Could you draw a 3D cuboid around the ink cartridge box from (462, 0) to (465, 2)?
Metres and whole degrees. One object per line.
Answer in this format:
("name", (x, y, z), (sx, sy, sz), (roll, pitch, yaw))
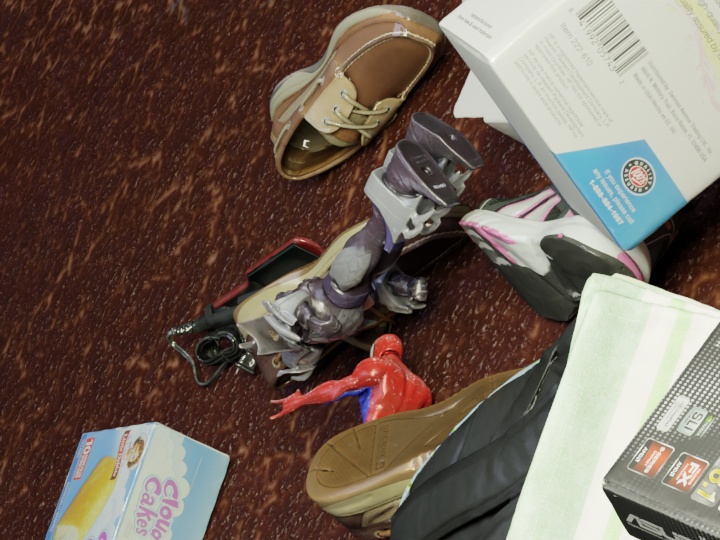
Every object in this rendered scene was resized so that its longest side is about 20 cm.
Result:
("ink cartridge box", (0.135, -0.294, 1.984), (0.196, 0.043, 0.200), (-46, 31, 31))

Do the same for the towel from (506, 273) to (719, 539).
("towel", (0.183, 0.091, 1.377), (0.023, 0.200, 0.153), (63, -137, -66))

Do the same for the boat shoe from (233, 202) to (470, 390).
("boat shoe", (0.001, 0.019, 1.911), (0.200, 0.072, 0.072), (-30, 69, 32))

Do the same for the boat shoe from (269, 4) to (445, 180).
("boat shoe", (-0.002, -0.120, 2.041), (0.200, 0.076, 0.072), (-41, 35, 55))

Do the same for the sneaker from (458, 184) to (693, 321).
("sneaker", (0.135, -0.023, 1.700), (0.086, 0.080, 0.200), (-44, 21, -15))

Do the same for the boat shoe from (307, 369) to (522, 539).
("boat shoe", (0.070, 0.113, 1.654), (0.200, 0.072, 0.072), (-19, 37, 24))

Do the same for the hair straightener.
("hair straightener", (-0.088, 0.038, 2.071), (0.200, 0.041, 0.077), (-24, 45, 53))

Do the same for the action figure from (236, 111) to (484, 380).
("action figure", (0.000, 0.000, 1.786), (0.130, 0.069, 0.200), (-29, -22, -53))

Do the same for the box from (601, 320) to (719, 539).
("box", (0.229, 0.060, 1.312), (0.160, 0.044, 0.200), (22, 65, 40))

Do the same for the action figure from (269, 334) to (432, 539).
("action figure", (-0.005, 0.129, 1.794), (0.099, 0.065, 0.200), (-28, 41, 36))

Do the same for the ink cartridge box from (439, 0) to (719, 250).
("ink cartridge box", (0.168, -0.134, 1.569), (0.200, 0.145, 0.085), (-39, 26, -2))

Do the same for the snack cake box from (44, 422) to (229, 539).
("snack cake box", (-0.175, 0.212, 2.030), (0.115, 0.067, 0.200), (-15, 52, 58))

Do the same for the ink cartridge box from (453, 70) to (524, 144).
("ink cartridge box", (0.148, -0.127, 1.760), (0.200, 0.068, 0.115), (8, 72, 63))

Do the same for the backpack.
("backpack", (0.104, 0.132, 1.505), (0.200, 0.154, 0.163), (-35, 61, 24))
